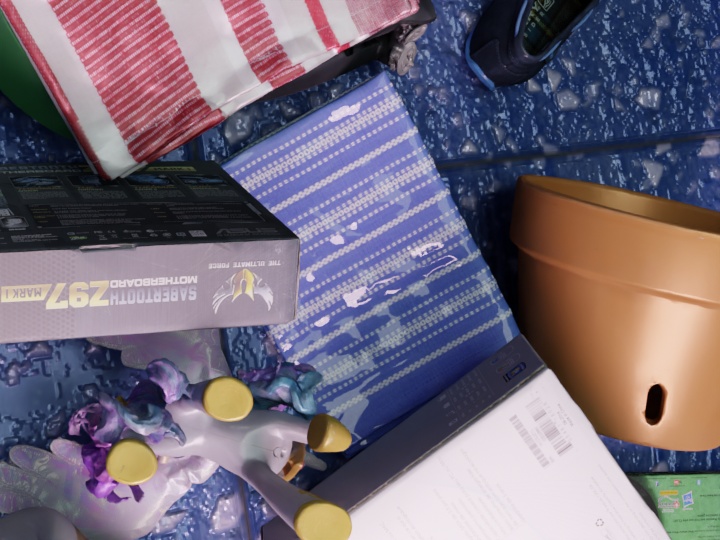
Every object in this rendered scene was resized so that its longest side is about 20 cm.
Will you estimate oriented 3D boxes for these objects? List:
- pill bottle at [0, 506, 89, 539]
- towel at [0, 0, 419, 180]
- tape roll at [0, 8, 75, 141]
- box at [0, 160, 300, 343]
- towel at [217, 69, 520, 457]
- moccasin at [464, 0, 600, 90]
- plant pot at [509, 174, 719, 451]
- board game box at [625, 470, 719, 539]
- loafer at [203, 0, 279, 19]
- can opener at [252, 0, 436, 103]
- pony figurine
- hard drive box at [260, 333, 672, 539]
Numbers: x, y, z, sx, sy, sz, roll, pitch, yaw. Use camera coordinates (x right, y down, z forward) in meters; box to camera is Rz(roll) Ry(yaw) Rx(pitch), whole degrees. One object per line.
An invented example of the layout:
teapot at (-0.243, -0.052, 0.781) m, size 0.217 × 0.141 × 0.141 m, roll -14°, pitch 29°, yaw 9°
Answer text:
pill bottle at (-0.140, 0.233, 0.732) m, size 0.120 × 0.119 × 0.200 m, roll -50°, pitch 117°, yaw -21°
towel at (-0.078, -0.151, 0.698) m, size 0.199 × 0.023 × 0.145 m, roll -31°, pitch 117°, yaw -8°
tape roll at (-0.134, -0.171, 0.777) m, size 0.199 × 0.048 × 0.203 m, roll 7°, pitch 79°, yaw -41°
box at (-0.149, -0.015, 0.714) m, size 0.198 × 0.158 × 0.052 m, roll -3°, pitch 111°, yaw -24°
towel at (0.000, 0.000, 0.846) m, size 0.144 × 0.024 × 0.201 m, roll -29°, pitch 102°, yaw -1°
moccasin at (0.151, -0.202, 0.940) m, size 0.080 × 0.068 × 0.201 m, roll 37°, pitch 71°, yaw -21°
plant pot at (0.185, 0.028, 0.888) m, size 0.198 × 0.200 × 0.142 m, roll 7°, pitch 100°, yaw -27°
board game box at (0.192, 0.195, 0.966) m, size 0.198 × 0.023 × 0.106 m, roll 4°, pitch 83°, yaw -27°
loafer at (-0.125, -0.184, 0.721) m, size 0.199 × 0.071 × 0.074 m, roll 22°, pitch 102°, yaw -28°
can opener at (-0.019, -0.139, 0.824) m, size 0.078 × 0.064 × 0.200 m, roll 39°, pitch 40°, yaw 10°
pony figurine at (-0.095, 0.086, 0.749) m, size 0.191 × 0.200 × 0.168 m, roll 19°, pitch 85°, yaw -9°
hard drive box at (0.064, 0.163, 0.806) m, size 0.199 × 0.077 × 0.156 m, roll -36°, pitch 103°, yaw 2°
